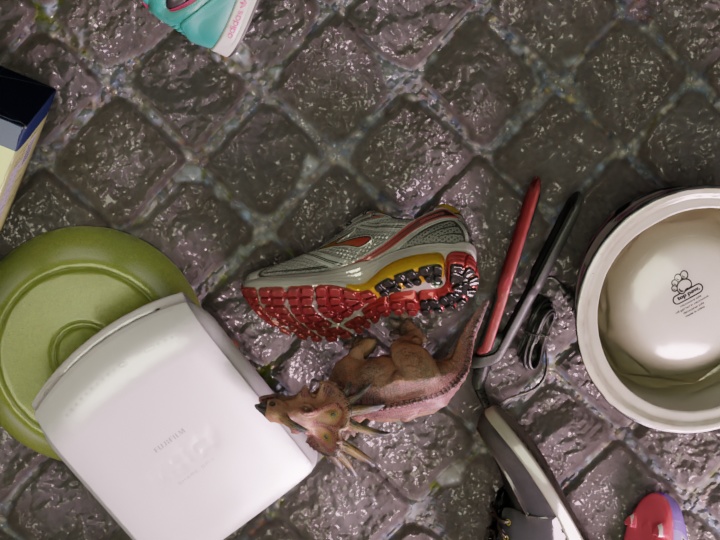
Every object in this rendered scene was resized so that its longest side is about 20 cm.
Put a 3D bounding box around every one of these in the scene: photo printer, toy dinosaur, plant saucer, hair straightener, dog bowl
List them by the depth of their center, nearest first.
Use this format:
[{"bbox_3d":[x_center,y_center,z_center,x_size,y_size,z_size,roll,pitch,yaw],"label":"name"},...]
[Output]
[{"bbox_3d":[0.024,0.096,1.683,0.198,0.136,0.087,-22,102,4],"label":"toy dinosaur"},{"bbox_3d":[0.258,0.023,1.689,0.198,0.074,0.202,-3,106,-9],"label":"dog bowl"},{"bbox_3d":[-0.152,0.125,1.692,0.166,0.070,0.201,-35,118,2],"label":"photo printer"},{"bbox_3d":[0.144,0.029,1.718,0.076,0.041,0.202,17,102,-4],"label":"hair straightener"},{"bbox_3d":[-0.223,0.066,1.727,0.198,0.031,0.202,0,102,-1],"label":"plant saucer"}]

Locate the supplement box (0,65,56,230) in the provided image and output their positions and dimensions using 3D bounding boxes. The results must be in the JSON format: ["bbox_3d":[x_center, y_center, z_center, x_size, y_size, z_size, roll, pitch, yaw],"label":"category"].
[{"bbox_3d":[-0.337,-0.058,1.610,0.133,0.200,0.201,22,101,-6],"label":"supplement box"}]

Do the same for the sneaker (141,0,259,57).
[{"bbox_3d":[-0.120,-0.277,1.629,0.120,0.084,0.202,18,103,-14],"label":"sneaker"}]

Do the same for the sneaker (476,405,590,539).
[{"bbox_3d":[0.122,0.214,1.737,0.106,0.075,0.201,-28,107,6],"label":"sneaker"}]

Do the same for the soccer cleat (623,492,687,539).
[{"bbox_3d":[0.259,0.281,1.773,0.076,0.066,0.202,-5,98,-31],"label":"soccer cleat"}]

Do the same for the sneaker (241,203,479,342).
[{"bbox_3d":[0.000,0.000,1.700,0.198,0.083,0.078,-11,142,15],"label":"sneaker"}]
